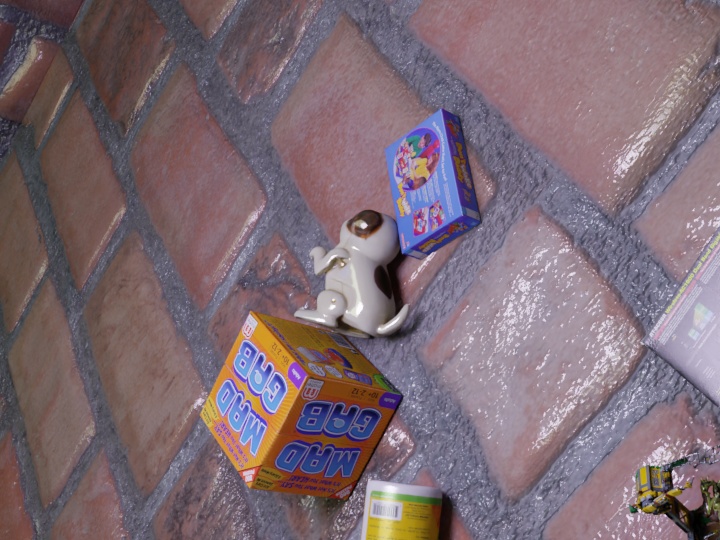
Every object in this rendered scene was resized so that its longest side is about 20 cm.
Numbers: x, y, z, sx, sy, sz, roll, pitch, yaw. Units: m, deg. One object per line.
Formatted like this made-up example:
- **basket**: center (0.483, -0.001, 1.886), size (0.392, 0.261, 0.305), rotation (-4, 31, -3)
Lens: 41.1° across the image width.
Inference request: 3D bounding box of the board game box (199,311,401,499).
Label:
- **board game box**: center (-0.098, 0.216, 1.531), size (0.200, 0.199, 0.201), rotation (41, 108, 48)

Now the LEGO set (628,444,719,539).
- **LEGO set**: center (0.388, 0.261, 0.997), size (0.199, 0.154, 0.116), rotation (-24, 31, 29)

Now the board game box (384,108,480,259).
- **board game box**: center (0.112, -0.138, 1.537), size (0.134, 0.045, 0.202), rotation (-31, 55, 38)

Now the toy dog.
- **toy dog**: center (0.000, 0.000, 1.549), size (0.193, 0.139, 0.202), rotation (4, 78, 47)

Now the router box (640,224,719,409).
- **router box**: center (0.435, 0.049, 1.087), size (0.201, 0.062, 0.150), rotation (-60, 43, 17)

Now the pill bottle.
- **pill bottle**: center (0.053, 0.406, 1.363), size (0.110, 0.110, 0.202), rotation (-6, 72, 47)
